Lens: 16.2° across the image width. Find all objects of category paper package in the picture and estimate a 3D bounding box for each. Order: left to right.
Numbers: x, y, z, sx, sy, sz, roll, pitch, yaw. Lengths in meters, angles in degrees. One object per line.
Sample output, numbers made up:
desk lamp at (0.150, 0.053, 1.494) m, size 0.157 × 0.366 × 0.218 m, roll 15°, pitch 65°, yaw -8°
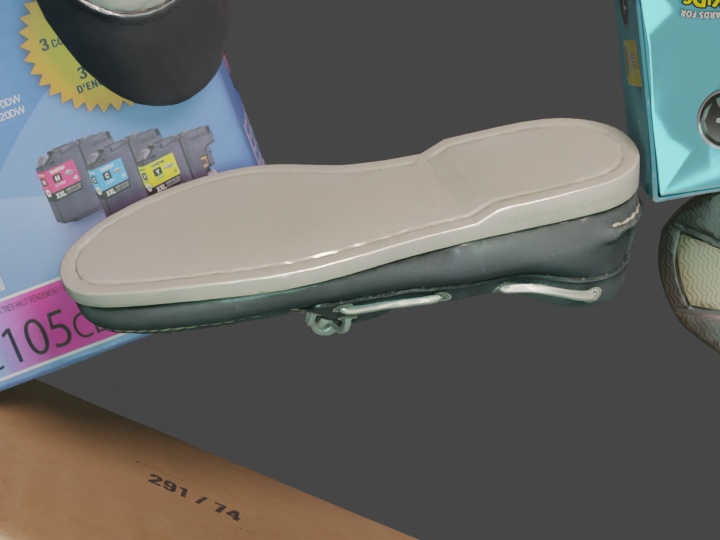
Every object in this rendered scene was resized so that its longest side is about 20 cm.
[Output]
paper package at (-0.069, 0.136, 0.898) m, size 0.200 × 0.191 × 0.104 m, roll 24°, pitch 102°, yaw -10°

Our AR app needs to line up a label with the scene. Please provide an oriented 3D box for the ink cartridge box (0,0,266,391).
ink cartridge box at (-0.119, -0.072, 0.893) m, size 0.136 × 0.076 × 0.200 m, roll -21°, pitch 107°, yaw -2°

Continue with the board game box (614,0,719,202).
board game box at (0.158, -0.134, 0.847) m, size 0.151 × 0.047 × 0.200 m, roll -8°, pitch 106°, yaw -2°

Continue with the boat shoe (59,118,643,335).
boat shoe at (0.000, 0.000, 0.860) m, size 0.200 × 0.073 × 0.062 m, roll -12°, pitch 124°, yaw -9°

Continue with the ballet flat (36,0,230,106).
ballet flat at (-0.088, -0.143, 0.803) m, size 0.073 × 0.073 × 0.200 m, roll -13°, pitch 106°, yaw 0°

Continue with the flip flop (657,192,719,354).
flip flop at (0.204, -0.009, 0.951) m, size 0.200 × 0.058 × 0.081 m, roll -13°, pitch 96°, yaw -16°
